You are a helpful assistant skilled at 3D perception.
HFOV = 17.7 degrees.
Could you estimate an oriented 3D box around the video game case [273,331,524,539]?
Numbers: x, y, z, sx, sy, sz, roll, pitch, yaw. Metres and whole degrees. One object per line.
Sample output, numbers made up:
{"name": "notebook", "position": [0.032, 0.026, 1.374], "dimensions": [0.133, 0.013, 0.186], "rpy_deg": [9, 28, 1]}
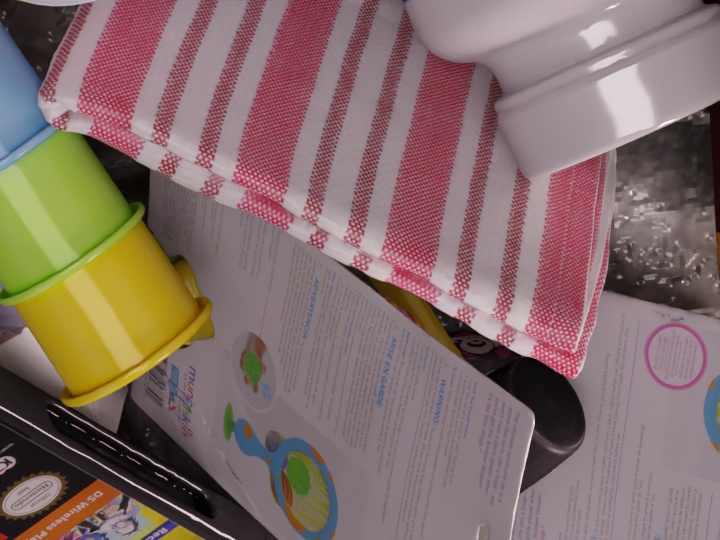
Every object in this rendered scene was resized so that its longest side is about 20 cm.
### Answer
{"name": "video game case", "position": [0.054, 0.122, 0.884], "dimensions": [0.180, 0.036, 0.201], "rpy_deg": [-2, 104, -2]}

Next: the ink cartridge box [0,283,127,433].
{"name": "ink cartridge box", "position": [-0.183, -0.010, 0.818], "dimensions": [0.144, 0.084, 0.201], "rpy_deg": [-18, 104, 2]}

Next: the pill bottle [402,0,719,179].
{"name": "pill bottle", "position": [0.052, -0.138, 0.762], "dimensions": [0.112, 0.112, 0.201], "rpy_deg": [-24, 93, 5]}

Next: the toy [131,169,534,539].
{"name": "toy", "position": [-0.006, 0.041, 0.789], "dimensions": [0.047, 0.200, 0.116], "rpy_deg": [-19, 130, -39]}

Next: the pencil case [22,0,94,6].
{"name": "pencil case", "position": [-0.081, -0.147, 0.730], "dimensions": [0.090, 0.200, 0.084], "rpy_deg": [-10, 111, 9]}

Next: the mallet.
{"name": "mallet", "position": [0.000, 0.000, 0.828], "dimensions": [0.200, 0.041, 0.066], "rpy_deg": [53, 126, 14]}

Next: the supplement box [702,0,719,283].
{"name": "supplement box", "position": [0.215, -0.085, 0.735], "dimensions": [0.132, 0.197, 0.201], "rpy_deg": [-12, 106, -21]}

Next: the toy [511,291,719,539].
{"name": "toy", "position": [0.150, 0.076, 0.807], "dimensions": [0.199, 0.047, 0.116], "rpy_deg": [15, 107, 30]}

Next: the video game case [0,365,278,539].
{"name": "video game case", "position": [-0.154, 0.118, 0.818], "dimensions": [0.200, 0.026, 0.181], "rpy_deg": [-35, 137, 18]}

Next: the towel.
{"name": "towel", "position": [-0.005, -0.050, 0.787], "dimensions": [0.199, 0.147, 0.030], "rpy_deg": [26, 125, -7]}

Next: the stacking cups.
{"name": "stacking cups", "position": [-0.125, -0.054, 0.746], "dimensions": [0.060, 0.061, 0.201], "rpy_deg": [-32, 100, 7]}
